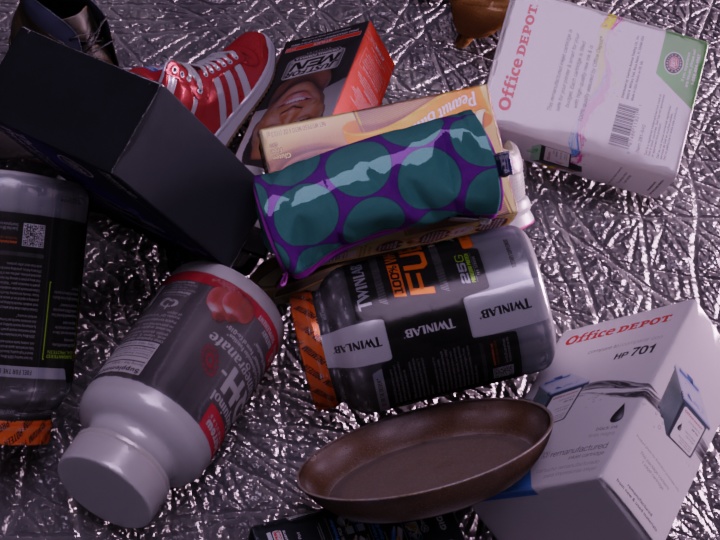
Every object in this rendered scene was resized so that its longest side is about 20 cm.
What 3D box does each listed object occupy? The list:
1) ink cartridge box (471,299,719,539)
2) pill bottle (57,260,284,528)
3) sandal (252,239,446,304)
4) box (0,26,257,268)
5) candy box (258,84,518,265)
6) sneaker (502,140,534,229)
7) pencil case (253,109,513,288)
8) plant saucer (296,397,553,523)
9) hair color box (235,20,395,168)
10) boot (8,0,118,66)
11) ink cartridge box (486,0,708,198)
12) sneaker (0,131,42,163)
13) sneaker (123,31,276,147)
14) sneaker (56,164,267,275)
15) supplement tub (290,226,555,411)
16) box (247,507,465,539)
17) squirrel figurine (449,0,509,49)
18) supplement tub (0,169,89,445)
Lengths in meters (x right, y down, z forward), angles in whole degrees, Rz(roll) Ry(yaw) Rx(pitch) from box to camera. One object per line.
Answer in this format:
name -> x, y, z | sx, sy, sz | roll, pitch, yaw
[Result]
ink cartridge box -> 0.195, 0.128, 1.060 | 0.086, 0.146, 0.200 | 50, 51, -17
pill bottle -> -0.149, 0.097, 1.046 | 0.110, 0.111, 0.200 | 24, 51, 8
sandal -> 0.000, 0.000, 1.187 | 0.199, 0.054, 0.080 | -19, 25, -21
box -> -0.176, -0.089, 1.031 | 0.141, 0.200, 0.079 | 21, 79, 26
candy box -> 0.022, -0.078, 1.134 | 0.199, 0.055, 0.116 | -12, 80, -6
sneaker -> 0.072, -0.101, 1.237 | 0.199, 0.089, 0.081 | 16, 27, 28
pencil case -> 0.017, -0.059, 1.059 | 0.199, 0.085, 0.093 | -17, 86, -5
plant saucer -> 0.051, 0.145, 1.015 | 0.199, 0.200, 0.032 | -20, 101, -25
hair color box -> -0.044, -0.142, 1.264 | 0.101, 0.061, 0.201 | -10, 43, 29
boot -> -0.258, -0.194, 1.264 | 0.200, 0.097, 0.075 | 35, 51, 16
ink cartridge box -> 0.223, -0.174, 1.326 | 0.199, 0.084, 0.146 | 16, 78, 1
sneaker -> -0.319, -0.132, 1.163 | 0.108, 0.068, 0.201 | 14, 2, 38
sneaker -> -0.154, -0.180, 1.250 | 0.071, 0.113, 0.201 | -5, 46, 38
sneaker -> -0.177, -0.034, 1.172 | 0.199, 0.073, 0.113 | 0, 78, 12
supplement tub -> 0.049, 0.043, 1.096 | 0.199, 0.123, 0.123 | -14, 54, -1
box -> 0.020, 0.264, 0.989 | 0.158, 0.046, 0.201 | -11, 55, -20
squirrel figurine -> 0.129, -0.329, 1.453 | 0.199, 0.142, 0.187 | 20, 60, 22
supplement tub -> -0.275, 0.028, 1.021 | 0.122, 0.123, 0.201 | 5, 86, -7
